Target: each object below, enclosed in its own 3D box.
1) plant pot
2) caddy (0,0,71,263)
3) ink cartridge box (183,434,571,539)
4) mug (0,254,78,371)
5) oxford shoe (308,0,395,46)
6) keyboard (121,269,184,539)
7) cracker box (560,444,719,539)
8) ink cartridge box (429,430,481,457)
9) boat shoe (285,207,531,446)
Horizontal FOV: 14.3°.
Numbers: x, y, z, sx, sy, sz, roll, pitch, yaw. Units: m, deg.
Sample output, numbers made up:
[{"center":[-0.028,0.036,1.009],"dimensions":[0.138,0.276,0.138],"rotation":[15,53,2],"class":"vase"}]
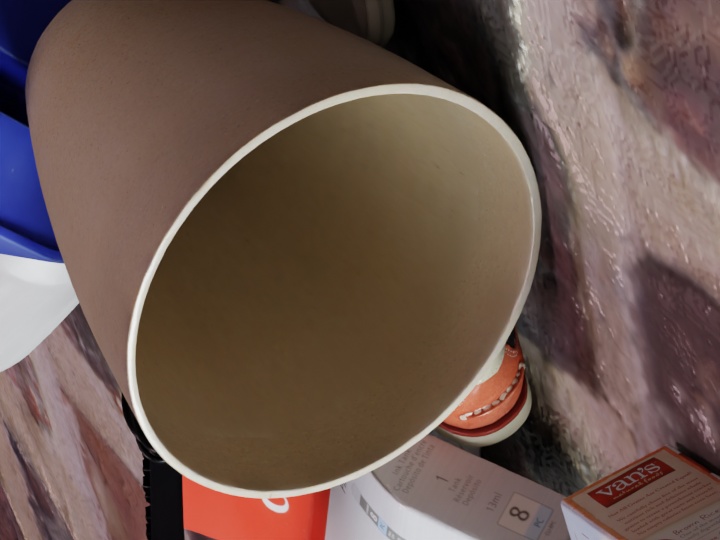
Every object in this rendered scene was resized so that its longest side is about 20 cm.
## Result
[{"center":[-0.057,-0.039,1.188],"dimensions":[0.200,0.187,0.188],"rotation":[44,155,44],"class":"plant pot"},{"center":[-0.180,-0.083,1.297],"dimensions":[0.105,0.142,0.200],"rotation":[13,170,35],"class":"caddy"},{"center":[-0.002,0.126,1.295],"dimensions":[0.199,0.047,0.160],"rotation":[23,144,12],"class":"ink cartridge box"},{"center":[-0.199,-0.044,1.460],"dimensions":[0.186,0.150,0.153],"rotation":[41,148,-15],"class":"mug"},{"center":[-0.053,-0.168,1.213],"dimensions":[0.200,0.058,0.075],"rotation":[55,157,15],"class":"oxford shoe"},{"center":[-0.100,0.048,1.278],"dimensions":[0.104,0.039,0.201],"rotation":[96,170,-57],"class":"keyboard"},{"center":[0.162,0.164,1.082],"dimensions":[0.200,0.058,0.134],"rotation":[32,144,57],"class":"cracker box"},{"center":[-0.028,0.037,1.397],"dimensions":[0.200,0.085,0.146],"rotation":[47,157,36],"class":"ink cartridge box"},{"center":[0.000,0.000,1.273],"dimensions":[0.200,0.071,0.063],"rotation":[43,169,34],"class":"boat shoe"}]
